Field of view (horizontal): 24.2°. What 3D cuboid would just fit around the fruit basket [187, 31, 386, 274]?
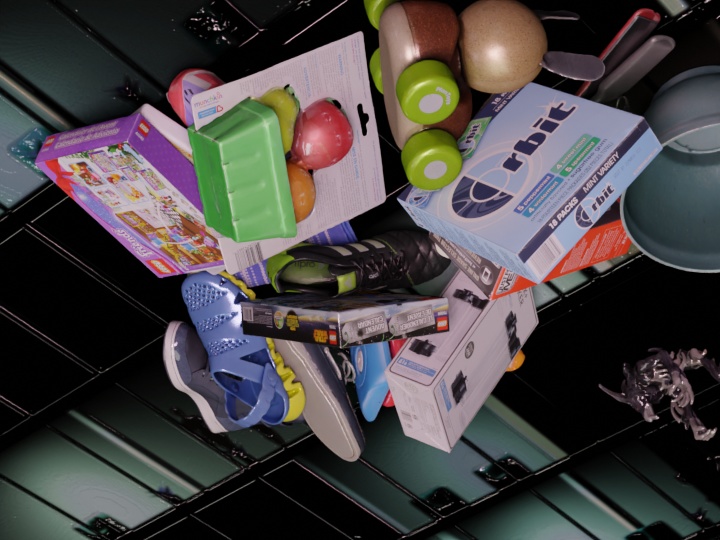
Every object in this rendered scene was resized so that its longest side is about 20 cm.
[{"bbox_3d":[-0.068,-0.116,1.619,0.093,0.199,0.186,21,130,44],"label":"fruit basket"}]

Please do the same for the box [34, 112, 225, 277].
[{"bbox_3d":[-0.210,-0.071,1.681,0.136,0.039,0.200,-8,139,38],"label":"box"}]

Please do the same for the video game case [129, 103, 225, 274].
[{"bbox_3d":[-0.182,-0.078,1.715,0.200,0.023,0.182,34,147,-21],"label":"video game case"}]

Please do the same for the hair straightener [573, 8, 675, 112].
[{"bbox_3d":[0.231,-0.157,1.625,0.041,0.077,0.200,14,130,-43],"label":"hair straightener"}]

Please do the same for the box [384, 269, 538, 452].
[{"bbox_3d":[0.112,0.081,1.810,0.060,0.200,0.117,18,145,30],"label":"box"}]

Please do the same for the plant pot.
[{"bbox_3d":[0.347,-0.114,1.647,0.199,0.135,0.201,0,136,0],"label":"plant pot"}]

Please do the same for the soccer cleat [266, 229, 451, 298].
[{"bbox_3d":[0.000,0.000,1.770,0.199,0.081,0.068,-4,113,-2],"label":"soccer cleat"}]

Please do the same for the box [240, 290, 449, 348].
[{"bbox_3d":[-0.019,0.048,1.759,0.136,0.040,0.200,-8,-174,-32],"label":"box"}]

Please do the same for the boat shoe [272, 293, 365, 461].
[{"bbox_3d":[-0.047,0.119,1.888,0.201,0.062,0.075,56,141,-1],"label":"boat shoe"}]

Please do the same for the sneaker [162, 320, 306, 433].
[{"bbox_3d":[-0.133,0.117,1.928,0.145,0.077,0.203,-4,147,20],"label":"sneaker"}]

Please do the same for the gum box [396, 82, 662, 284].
[{"bbox_3d":[0.150,-0.088,1.534,0.170,0.200,0.045,-47,124,-10],"label":"gum box"}]

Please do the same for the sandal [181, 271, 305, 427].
[{"bbox_3d":[-0.136,0.090,1.833,0.079,0.087,0.201,-27,97,38],"label":"sandal"}]

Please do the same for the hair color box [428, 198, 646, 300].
[{"bbox_3d":[0.178,-0.046,1.673,0.199,0.102,0.061,-18,142,-37],"label":"hair color box"}]

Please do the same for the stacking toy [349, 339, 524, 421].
[{"bbox_3d":[0.093,0.099,1.913,0.199,0.110,0.116,-1,148,-15],"label":"stacking toy"}]

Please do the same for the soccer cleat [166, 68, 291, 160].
[{"bbox_3d":[-0.113,-0.125,1.670,0.067,0.076,0.200,-51,124,-10],"label":"soccer cleat"}]

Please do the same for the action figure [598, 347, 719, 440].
[{"bbox_3d":[0.378,0.132,1.937,0.199,0.103,0.119,-24,143,22],"label":"action figure"}]

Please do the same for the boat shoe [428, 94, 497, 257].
[{"bbox_3d":[0.118,-0.107,1.703,0.072,0.060,0.202,7,127,-20],"label":"boat shoe"}]

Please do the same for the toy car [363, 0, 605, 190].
[{"bbox_3d":[0.118,-0.192,1.561,0.199,0.165,0.158,-12,137,-5],"label":"toy car"}]

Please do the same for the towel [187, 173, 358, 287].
[{"bbox_3d":[-0.107,-0.035,1.814,0.199,0.024,0.145,-11,135,12],"label":"towel"}]
